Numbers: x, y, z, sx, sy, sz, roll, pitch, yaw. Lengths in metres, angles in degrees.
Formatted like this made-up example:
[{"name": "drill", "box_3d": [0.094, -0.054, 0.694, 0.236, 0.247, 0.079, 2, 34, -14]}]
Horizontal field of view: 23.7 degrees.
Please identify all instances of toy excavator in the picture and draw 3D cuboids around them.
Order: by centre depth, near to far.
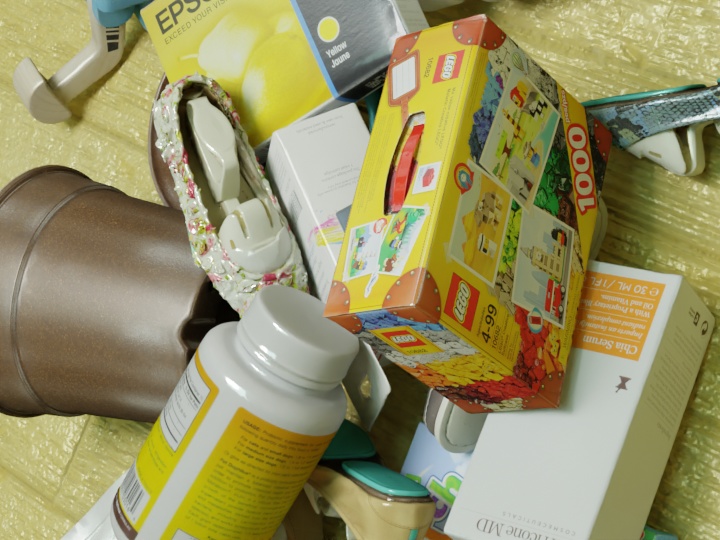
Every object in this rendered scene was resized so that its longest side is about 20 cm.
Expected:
[{"name": "toy excavator", "box_3d": [-0.201, -0.226, 1.443, 0.194, 0.200, 0.100, -23, 55, -21]}]

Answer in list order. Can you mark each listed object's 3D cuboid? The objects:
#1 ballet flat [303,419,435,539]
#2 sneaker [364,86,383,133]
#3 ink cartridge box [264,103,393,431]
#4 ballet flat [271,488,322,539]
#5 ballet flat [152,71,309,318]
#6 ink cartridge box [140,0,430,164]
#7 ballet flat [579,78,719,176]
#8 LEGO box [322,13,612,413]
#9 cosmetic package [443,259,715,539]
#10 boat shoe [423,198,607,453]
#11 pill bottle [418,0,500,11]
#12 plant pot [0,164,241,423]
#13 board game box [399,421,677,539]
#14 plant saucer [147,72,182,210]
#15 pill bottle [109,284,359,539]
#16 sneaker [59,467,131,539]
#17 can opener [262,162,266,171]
[{"name": "ballet flat", "box_3d": [-0.010, 0.153, 1.195, 0.200, 0.068, 0.063, -148, 64, -66]}, {"name": "sneaker", "box_3d": [0.038, -0.063, 1.236, 0.077, 0.080, 0.201, -25, 68, 28]}, {"name": "ink cartridge box", "box_3d": [0.000, 0.000, 1.209, 0.067, 0.117, 0.201, -20, 74, -15]}, {"name": "ballet flat", "box_3d": [-0.072, 0.236, 1.242, 0.068, 0.063, 0.201, 1, 79, 38]}, {"name": "ballet flat", "box_3d": [-0.092, -0.050, 1.195, 0.201, 0.075, 0.064, 62, 158, 13]}, {"name": "ink cartridge box", "box_3d": [-0.066, -0.198, 1.243, 0.197, 0.047, 0.201, -31, 79, 29]}, {"name": "ballet flat", "box_3d": [0.230, -0.095, 1.119, 0.199, 0.074, 0.075, -10, 73, 37]}, {"name": "LEGO box", "box_3d": [0.072, -0.031, 1.074, 0.077, 0.149, 0.201, -9, 57, 42]}, {"name": "cosmetic package", "box_3d": [0.142, 0.097, 1.098, 0.101, 0.071, 0.201, 10, 70, 35]}, {"name": "boat shoe", "box_3d": [0.096, 0.028, 1.177, 0.059, 0.072, 0.201, 26, 88, 46]}, {"name": "pill bottle", "box_3d": [0.118, -0.255, 1.206, 0.199, 0.113, 0.114, -13, 71, 33]}, {"name": "plant pot", "box_3d": [-0.167, 0.033, 1.302, 0.197, 0.200, 0.201, 11, 85, 29]}, {"name": "board game box", "box_3d": [0.096, 0.209, 1.155, 0.199, 0.037, 0.152, 22, 92, 38]}, {"name": "plant saucer", "box_3d": [-0.084, -0.119, 1.365, 0.200, 0.037, 0.202, -9, 74, 34]}, {"name": "pill bottle", "box_3d": [-0.081, 0.112, 1.158, 0.109, 0.109, 0.200, 46, 115, 34]}, {"name": "sneaker", "box_3d": [-0.158, 0.219, 1.324, 0.116, 0.074, 0.200, 45, 97, 15]}, {"name": "can opener", "box_3d": [-0.047, -0.127, 1.297, 0.200, 0.053, 0.067, -39, 93, 24]}]
